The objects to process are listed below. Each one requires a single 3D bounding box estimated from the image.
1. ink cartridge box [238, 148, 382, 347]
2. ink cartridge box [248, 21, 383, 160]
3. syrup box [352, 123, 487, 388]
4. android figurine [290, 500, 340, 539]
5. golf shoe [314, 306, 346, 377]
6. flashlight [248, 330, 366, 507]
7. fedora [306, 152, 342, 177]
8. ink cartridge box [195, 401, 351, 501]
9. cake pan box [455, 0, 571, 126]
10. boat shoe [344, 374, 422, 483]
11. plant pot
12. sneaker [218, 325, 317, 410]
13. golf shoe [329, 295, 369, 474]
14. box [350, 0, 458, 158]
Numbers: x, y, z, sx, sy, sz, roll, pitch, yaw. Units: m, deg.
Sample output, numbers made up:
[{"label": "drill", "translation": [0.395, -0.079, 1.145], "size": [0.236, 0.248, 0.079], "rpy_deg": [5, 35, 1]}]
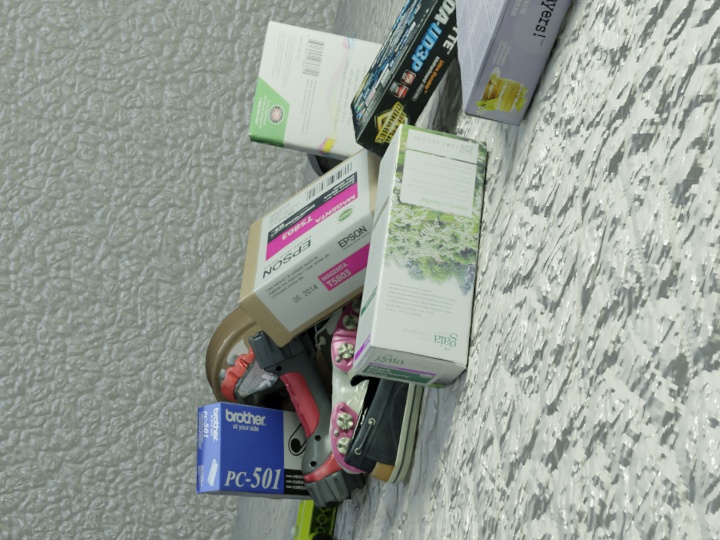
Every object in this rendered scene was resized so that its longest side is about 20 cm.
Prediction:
[{"label": "ink cartridge box", "translation": [-0.028, -0.036, 1.075], "size": [0.200, 0.075, 0.165], "rpy_deg": [-33, 26, 17]}, {"label": "ink cartridge box", "translation": [-0.031, -0.216, 1.276], "size": [0.088, 0.199, 0.146], "rpy_deg": [-158, 78, -86]}, {"label": "syrup box", "translation": [0.050, -0.011, 0.840], "size": [0.081, 0.078, 0.201], "rpy_deg": [122, 158, -68]}, {"label": "android figurine", "translation": [-0.061, 0.323, 1.329], "size": [0.200, 0.041, 0.183], "rpy_deg": [141, 140, -75]}, {"label": "golf shoe", "translation": [-0.016, 0.093, 1.149], "size": [0.077, 0.088, 0.201], "rpy_deg": [-115, 35, -74]}, {"label": "flashlight", "translation": [-0.062, 0.155, 1.110], "size": [0.201, 0.068, 0.068], "rpy_deg": [65, -154, -2]}, {"label": "fedora", "translation": [-0.006, -0.216, 1.386], "size": [0.177, 0.090, 0.201], "rpy_deg": [8, -90, -69]}, {"label": "ink cartridge box", "translation": [-0.093, 0.206, 1.135], "size": [0.044, 0.200, 0.095], "rpy_deg": [-17, 68, 40]}, {"label": "cake pan box", "translation": [0.120, -0.240, 0.764], "size": [0.201, 0.052, 0.185], "rpy_deg": [-88, 14, -48]}, {"label": "boat shoe", "translation": [0.024, 0.095, 0.945], "size": [0.075, 0.062, 0.201], "rpy_deg": [117, 164, -69]}, {"label": "plant pot", "translation": [-0.087, 0.156, 1.305], "size": [0.175, 0.199, 0.201], "rpy_deg": [-121, 40, -52]}, {"label": "sneaker", "translation": [-0.079, 0.092, 1.179], "size": [0.201, 0.098, 0.071], "rpy_deg": [-54, -28, 13]}, {"label": "golf shoe", "translation": [-0.001, 0.116, 1.069], "size": [0.092, 0.075, 0.201], "rpy_deg": [112, 168, -69]}, {"label": "box", "translation": [0.057, -0.223, 1.026], "size": [0.201, 0.046, 0.159], "rpy_deg": [-59, 14, 18]}]
